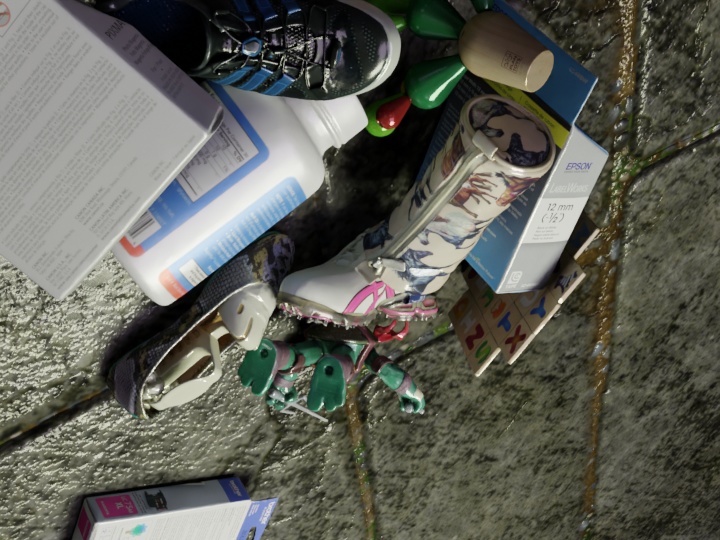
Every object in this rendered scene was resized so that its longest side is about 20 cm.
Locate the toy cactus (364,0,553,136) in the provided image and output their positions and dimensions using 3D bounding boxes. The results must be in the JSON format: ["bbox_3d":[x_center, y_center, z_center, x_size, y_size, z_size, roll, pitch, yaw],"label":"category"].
[{"bbox_3d":[0.062,-0.179,0.818,0.102,0.164,0.202,12,109,-56],"label":"toy cactus"}]

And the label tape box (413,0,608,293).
[{"bbox_3d":[0.131,-0.104,0.960,0.065,0.144,0.202,-2,127,-37],"label":"label tape box"}]

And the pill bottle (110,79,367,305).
[{"bbox_3d":[-0.095,-0.077,0.825,0.199,0.112,0.113,-37,141,-4],"label":"pill bottle"}]

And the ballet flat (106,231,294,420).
[{"bbox_3d":[-0.120,0.054,0.963,0.200,0.072,0.072,-41,141,0],"label":"ballet flat"}]

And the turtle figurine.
[{"bbox_3d":[-0.024,0.089,1.050,0.148,0.102,0.200,-7,175,20],"label":"turtle figurine"}]

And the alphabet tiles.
[{"bbox_3d":[0.143,0.004,1.048,0.006,0.200,0.167,34,104,-17],"label":"alphabet tiles"}]

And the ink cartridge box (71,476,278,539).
[{"bbox_3d":[-0.186,0.263,1.125,0.198,0.042,0.120,1,125,-37],"label":"ink cartridge box"}]

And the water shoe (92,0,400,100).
[{"bbox_3d":[-0.075,-0.140,0.733,0.197,0.079,0.072,7,115,6],"label":"water shoe"}]

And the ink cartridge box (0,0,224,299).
[{"bbox_3d":[-0.209,-0.101,0.703,0.200,0.057,0.162,42,114,-12],"label":"ink cartridge box"}]

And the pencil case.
[{"bbox_3d":[0.072,-0.055,0.906,0.089,0.078,0.200,-40,173,-40],"label":"pencil case"}]

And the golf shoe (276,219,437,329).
[{"bbox_3d":[0.000,0.000,1.009,0.199,0.072,0.093,-6,105,-52],"label":"golf shoe"}]
